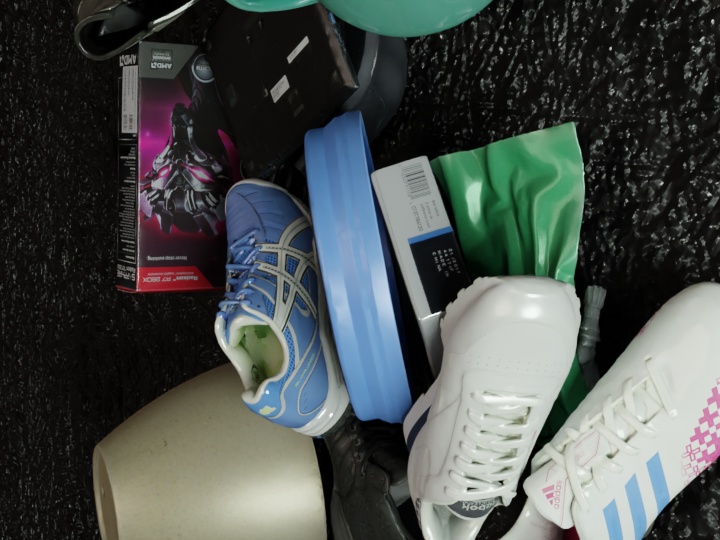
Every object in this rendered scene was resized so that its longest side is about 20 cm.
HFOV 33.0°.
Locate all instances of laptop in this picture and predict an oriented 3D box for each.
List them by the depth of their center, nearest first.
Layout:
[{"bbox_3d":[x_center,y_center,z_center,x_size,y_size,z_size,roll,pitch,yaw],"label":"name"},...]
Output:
[{"bbox_3d":[-0.036,-0.190,0.883,0.177,0.103,0.201,-36,71,57],"label":"laptop"}]

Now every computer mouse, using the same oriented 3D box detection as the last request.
[{"bbox_3d":[-0.014,-0.126,0.886,0.200,0.053,0.139,141,133,-56],"label":"computer mouse"}]

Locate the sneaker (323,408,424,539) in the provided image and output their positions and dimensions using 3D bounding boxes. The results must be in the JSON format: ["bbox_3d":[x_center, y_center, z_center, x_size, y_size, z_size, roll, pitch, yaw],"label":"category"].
[{"bbox_3d":[0.017,0.136,0.844,0.104,0.060,0.201,-19,81,56],"label":"sneaker"}]

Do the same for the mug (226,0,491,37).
[{"bbox_3d":[0.012,-0.221,0.738,0.184,0.114,0.153,6,77,16],"label":"mug"}]

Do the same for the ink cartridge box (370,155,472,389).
[{"bbox_3d":[0.047,0.022,0.754,0.200,0.039,0.100,75,177,-65],"label":"ink cartridge box"}]

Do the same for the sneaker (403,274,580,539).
[{"bbox_3d":[0.071,0.080,0.651,0.200,0.076,0.081,103,175,-50],"label":"sneaker"}]

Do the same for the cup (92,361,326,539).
[{"bbox_3d":[-0.127,0.173,0.941,0.200,0.143,0.201,172,90,-68],"label":"cup"}]

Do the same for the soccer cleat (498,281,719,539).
[{"bbox_3d":[0.137,0.095,0.639,0.070,0.086,0.201,51,131,42],"label":"soccer cleat"}]

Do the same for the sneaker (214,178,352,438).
[{"bbox_3d":[-0.062,0.017,0.846,0.076,0.077,0.201,-36,58,29],"label":"sneaker"}]

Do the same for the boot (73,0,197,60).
[{"bbox_3d":[-0.132,-0.226,0.936,0.068,0.200,0.131,56,176,-25],"label":"boot"}]

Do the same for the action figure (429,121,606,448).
[{"bbox_3d":[0.105,0.023,0.713,0.118,0.055,0.201,-10,90,54],"label":"action figure"}]

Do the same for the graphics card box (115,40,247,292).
[{"bbox_3d":[-0.133,-0.083,0.994,0.051,0.125,0.201,8,98,58],"label":"graphics card box"}]

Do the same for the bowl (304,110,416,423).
[{"bbox_3d":[0.000,0.000,0.776,0.201,0.039,0.202,-11,-90,-88],"label":"bowl"}]
